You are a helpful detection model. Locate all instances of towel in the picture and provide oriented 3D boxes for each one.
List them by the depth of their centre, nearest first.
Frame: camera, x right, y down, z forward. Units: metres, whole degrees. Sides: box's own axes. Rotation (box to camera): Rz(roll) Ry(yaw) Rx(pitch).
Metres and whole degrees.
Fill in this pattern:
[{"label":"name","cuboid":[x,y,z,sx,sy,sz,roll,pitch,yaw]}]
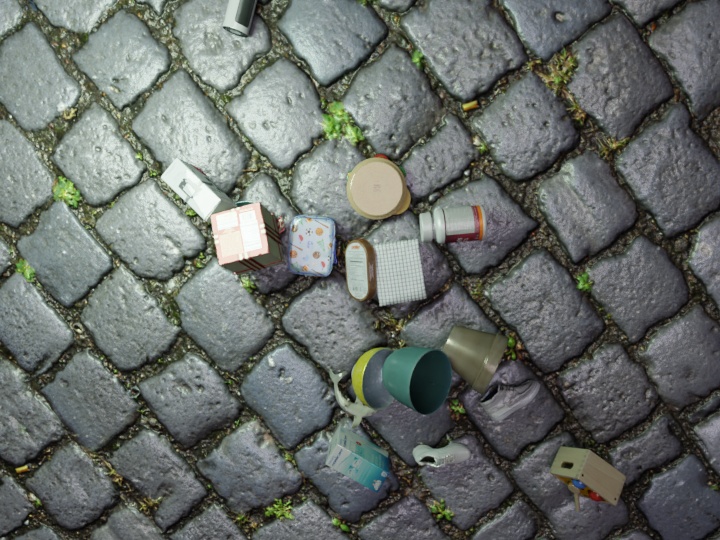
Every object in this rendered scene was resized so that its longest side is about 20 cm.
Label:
[{"label":"towel","cuboid":[0.122,0.003,1.652,0.164,0.086,0.202,-9,94,10]}]

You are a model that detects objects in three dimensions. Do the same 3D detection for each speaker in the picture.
[{"label":"speaker","cuboid":[-0.352,-0.819,1.545,0.080,0.081,0.202,18,98,-1]}]

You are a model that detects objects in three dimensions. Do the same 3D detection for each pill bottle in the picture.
[{"label":"pill bottle","cuboid":[0.289,-0.142,1.613,0.198,0.110,0.111,-5,98,2]}]

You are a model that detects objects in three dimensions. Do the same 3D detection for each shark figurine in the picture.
[{"label":"shark figurine","cuboid":[-0.049,0.441,1.728,0.214,0.089,0.128,45,63,-13]}]

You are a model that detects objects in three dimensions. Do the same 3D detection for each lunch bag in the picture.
[{"label":"lunch bag","cuboid":[-0.151,-0.076,1.653,0.158,0.076,0.202,5,98,-2]}]

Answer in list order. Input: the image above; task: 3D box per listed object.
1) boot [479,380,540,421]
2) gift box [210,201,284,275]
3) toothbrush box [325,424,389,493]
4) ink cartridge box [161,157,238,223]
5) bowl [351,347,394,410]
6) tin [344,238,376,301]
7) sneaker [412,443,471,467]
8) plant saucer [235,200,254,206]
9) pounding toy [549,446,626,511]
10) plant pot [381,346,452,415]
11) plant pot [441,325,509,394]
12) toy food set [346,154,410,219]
[{"label":"boot","cuboid":[0.493,0.411,1.706,0.200,0.074,0.096,-41,102,8]},{"label":"gift box","cuboid":[-0.333,-0.106,1.565,0.183,0.187,0.202,-9,78,5]},{"label":"toothbrush box","cuboid":[-0.009,0.627,1.716,0.199,0.146,0.086,29,98,-2]},{"label":"ink cartridge box","cuboid":[-0.488,-0.237,1.580,0.200,0.145,0.083,43,95,9]},{"label":"bowl","cuboid":[0.034,0.346,1.681,0.107,0.199,0.202,3,101,43]},{"label":"tin","cuboid":[0.000,0.000,1.645,0.111,0.042,0.202,3,100,42]},{"label":"sneaker","cuboid":[0.280,0.637,1.744,0.198,0.080,0.071,-4,97,1]},{"label":"plant saucer","cuboid":[-0.365,-0.125,1.669,0.198,0.036,0.202,0,98,2]},{"label":"pounding toy","cuboid":[0.738,0.699,1.698,0.183,0.200,0.143,36,69,-4]},{"label":"plant pot","cuboid":[0.164,0.332,1.617,0.199,0.160,0.203,-7,100,-41]},{"label":"plant pot","cuboid":[0.357,0.266,1.647,0.172,0.200,0.201,27,99,15]},{"label":"toy food set","cuboid":[0.054,-0.263,1.632,0.198,0.049,0.200,-15,97,4]}]
